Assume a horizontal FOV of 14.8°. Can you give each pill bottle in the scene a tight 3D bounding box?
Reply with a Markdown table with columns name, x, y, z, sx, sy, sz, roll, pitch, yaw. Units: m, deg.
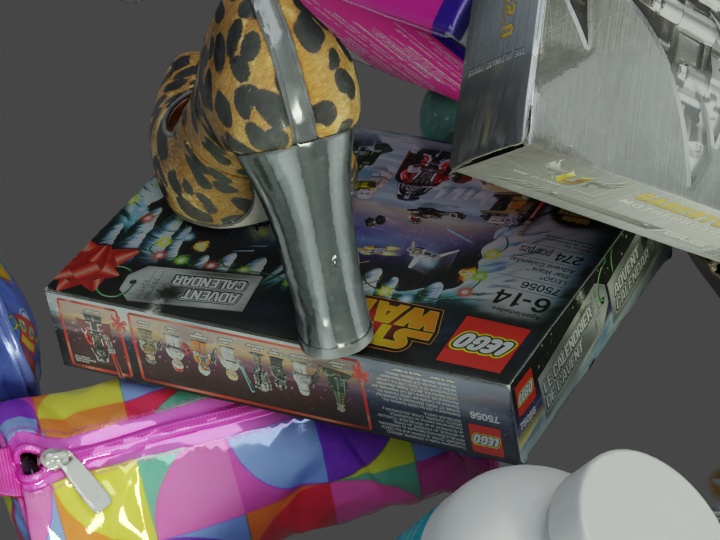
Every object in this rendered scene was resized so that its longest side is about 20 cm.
| name | x | y | z | sx | sy | sz | roll | pitch | yaw |
| --- | --- | --- | --- | --- | --- | --- | --- | --- | --- |
| pill bottle | 0.041 | 0.141 | 0.969 | 0.110 | 0.200 | 0.111 | 24 | 44 | -26 |

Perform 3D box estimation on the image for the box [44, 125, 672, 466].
| name | x | y | z | sx | sy | sz | roll | pitch | yaw |
| --- | --- | --- | --- | --- | --- | --- | --- | --- | --- |
| box | 0.000 | 0.000 | 1.047 | 0.199 | 0.040 | 0.137 | 10 | 40 | 28 |

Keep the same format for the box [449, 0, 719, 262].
| name | x | y | z | sx | sy | sz | roll | pitch | yaw |
| --- | --- | --- | --- | --- | --- | --- | --- | --- | --- |
| box | 0.132 | -0.085 | 0.948 | 0.199 | 0.048 | 0.160 | 18 | 71 | -28 |

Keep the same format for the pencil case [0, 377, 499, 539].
| name | x | y | z | sx | sy | sz | roll | pitch | yaw |
| --- | --- | --- | --- | --- | --- | --- | --- | --- | --- |
| pencil case | -0.046 | 0.068 | 1.068 | 0.198 | 0.088 | 0.089 | -16 | 72 | -7 |

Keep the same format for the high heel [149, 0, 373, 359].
| name | x | y | z | sx | sy | sz | roll | pitch | yaw |
| --- | --- | --- | --- | --- | --- | --- | --- | --- | --- |
| high heel | -0.043 | -0.076 | 1.004 | 0.071 | 0.143 | 0.200 | -18 | 35 | -11 |

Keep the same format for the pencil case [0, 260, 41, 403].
| name | x | y | z | sx | sy | sz | roll | pitch | yaw |
| --- | --- | --- | --- | --- | --- | --- | --- | --- | --- |
| pencil case | -0.226 | 0.036 | 1.083 | 0.198 | 0.078 | 0.088 | -15 | 85 | -6 |

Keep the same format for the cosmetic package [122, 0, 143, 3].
| name | x | y | z | sx | sy | sz | roll | pitch | yaw |
| --- | --- | --- | --- | --- | --- | --- | --- | --- | --- |
| cosmetic package | -0.136 | -0.250 | 1.133 | 0.199 | 0.166 | 0.168 | 30 | 74 | 9 |

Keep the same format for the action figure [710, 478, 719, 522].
| name | x | y | z | sx | sy | sz | roll | pitch | yaw |
| --- | --- | --- | --- | --- | --- | --- | --- | --- | --- |
| action figure | 0.170 | 0.163 | 1.020 | 0.129 | 0.070 | 0.201 | -8 | 59 | -23 |

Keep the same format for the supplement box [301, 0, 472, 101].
| name | x | y | z | sx | sy | sz | roll | pitch | yaw |
| --- | --- | --- | --- | --- | --- | --- | --- | --- | --- |
| supplement box | 0.023 | -0.133 | 1.060 | 0.199 | 0.103 | 0.102 | 27 | 85 | 47 |

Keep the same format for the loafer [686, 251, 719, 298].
| name | x | y | z | sx | sy | sz | roll | pitch | yaw |
| --- | --- | --- | --- | --- | --- | --- | --- | --- | --- |
| loafer | 0.177 | 0.022 | 1.043 | 0.073 | 0.200 | 0.072 | -32 | 35 | 30 |

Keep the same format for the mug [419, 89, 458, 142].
| name | x | y | z | sx | sy | sz | roll | pitch | yaw |
| --- | --- | --- | --- | --- | --- | --- | --- | --- | --- |
| mug | 0.128 | -0.096 | 1.102 | 0.184 | 0.114 | 0.153 | 1 | 66 | 43 |
